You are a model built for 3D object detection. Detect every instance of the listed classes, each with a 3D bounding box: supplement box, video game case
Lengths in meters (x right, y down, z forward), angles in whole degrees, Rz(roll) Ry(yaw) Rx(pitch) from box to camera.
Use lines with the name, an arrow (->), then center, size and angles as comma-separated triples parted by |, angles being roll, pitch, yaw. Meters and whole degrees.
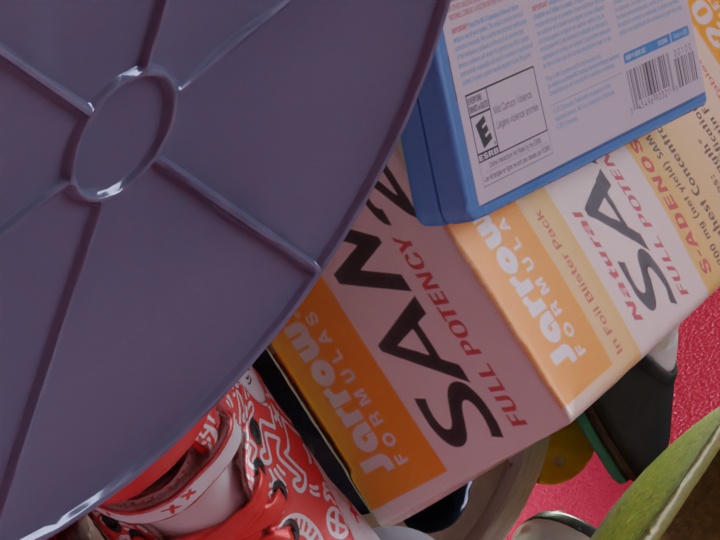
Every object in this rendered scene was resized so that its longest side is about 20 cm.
supplement box -> 0.042, -0.032, 0.779 | 0.126, 0.074, 0.200 | 57, 36, -2
video game case -> 0.034, -0.124, 0.693 | 0.143, 0.018, 0.200 | -26, 107, -56

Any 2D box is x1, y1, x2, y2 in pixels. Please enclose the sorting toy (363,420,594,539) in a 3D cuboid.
sorting toy -> 0.001, 0.031, 1.072 | 0.180, 0.107, 0.200 | 149, -78, -75

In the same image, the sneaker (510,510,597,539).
sneaker -> 0.056, 0.181, 1.041 | 0.066, 0.091, 0.200 | 27, -38, 24

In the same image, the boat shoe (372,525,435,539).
boat shoe -> 0.023, 0.162, 0.871 | 0.071, 0.072, 0.200 | -121, -166, -67

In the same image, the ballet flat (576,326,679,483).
ballet flat -> 0.070, -0.012, 0.941 | 0.200, 0.068, 0.068 | 54, 16, -24

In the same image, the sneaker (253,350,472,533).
sneaker -> 0.000, 0.000, 0.901 | 0.081, 0.146, 0.200 | 60, 8, -35

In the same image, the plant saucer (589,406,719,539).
plant saucer -> 0.085, 0.171, 0.835 | 0.200, 0.048, 0.200 | -50, 128, -35

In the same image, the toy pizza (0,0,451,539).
toy pizza -> -0.052, -0.031, 0.492 | 0.032, 0.200, 0.200 | 34, -8, 25

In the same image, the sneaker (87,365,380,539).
sneaker -> -0.042, 0.061, 0.689 | 0.201, 0.067, 0.108 | 61, 7, -1
